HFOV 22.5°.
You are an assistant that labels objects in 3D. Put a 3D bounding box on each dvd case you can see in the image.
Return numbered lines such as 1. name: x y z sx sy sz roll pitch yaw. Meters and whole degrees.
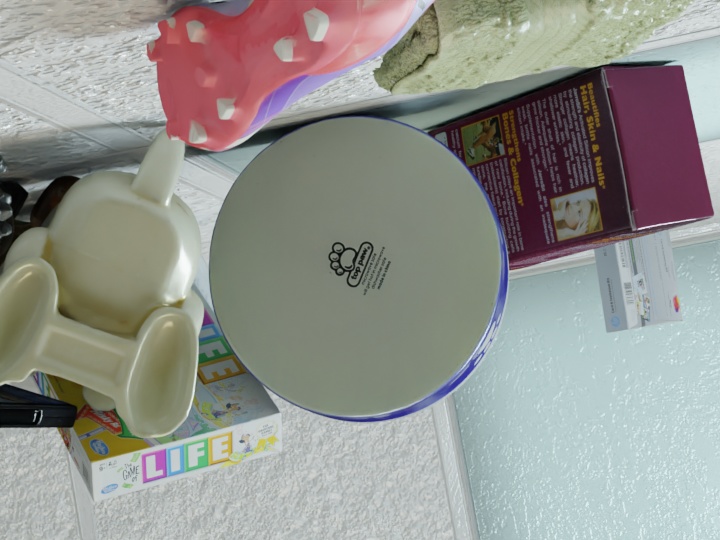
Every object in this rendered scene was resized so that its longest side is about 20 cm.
1. dvd case: -0.277 0.071 1.101 0.141 0.018 0.200 15 180 18

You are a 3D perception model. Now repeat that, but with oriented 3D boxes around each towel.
1. towel: 0.085 -0.121 0.910 0.147 0.037 0.200 -11 177 -6

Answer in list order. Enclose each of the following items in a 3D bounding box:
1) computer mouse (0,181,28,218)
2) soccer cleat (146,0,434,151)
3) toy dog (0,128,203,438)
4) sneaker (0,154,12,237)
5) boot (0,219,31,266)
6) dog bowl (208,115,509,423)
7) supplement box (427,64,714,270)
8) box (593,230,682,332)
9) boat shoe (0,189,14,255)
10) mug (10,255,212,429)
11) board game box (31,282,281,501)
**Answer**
1. computer mouse: -0.325 -0.018 1.200 0.198 0.047 0.140 -7 174 -39
2. soccer cleat: -0.030 -0.098 0.772 0.076 0.067 0.200 -13 175 -29
3. toy dog: -0.169 -0.005 1.158 0.138 0.196 0.200 11 -173 -9
4. sneaker: -0.254 -0.040 0.918 0.097 0.072 0.200 -12 174 19
5. boot: -0.311 0.001 1.361 0.154 0.073 0.199 -11 177 39
6. dog bowl: 0.000 0.000 1.211 0.198 0.203 0.079 -11 173 5
7. supplement box: 0.141 -0.067 1.281 0.085 0.112 0.199 -8 175 -39
8. box: 0.412 0.006 2.686 0.041 0.158 0.199 -10 178 34
9. boat shoe: -0.304 -0.018 1.070 0.068 0.073 0.199 -6 175 45
10. mug: -0.219 0.057 1.598 0.174 0.149 0.201 -21 -151 10
11. board game box: -0.153 0.071 1.255 0.133 0.035 0.200 -13 -144 -22
